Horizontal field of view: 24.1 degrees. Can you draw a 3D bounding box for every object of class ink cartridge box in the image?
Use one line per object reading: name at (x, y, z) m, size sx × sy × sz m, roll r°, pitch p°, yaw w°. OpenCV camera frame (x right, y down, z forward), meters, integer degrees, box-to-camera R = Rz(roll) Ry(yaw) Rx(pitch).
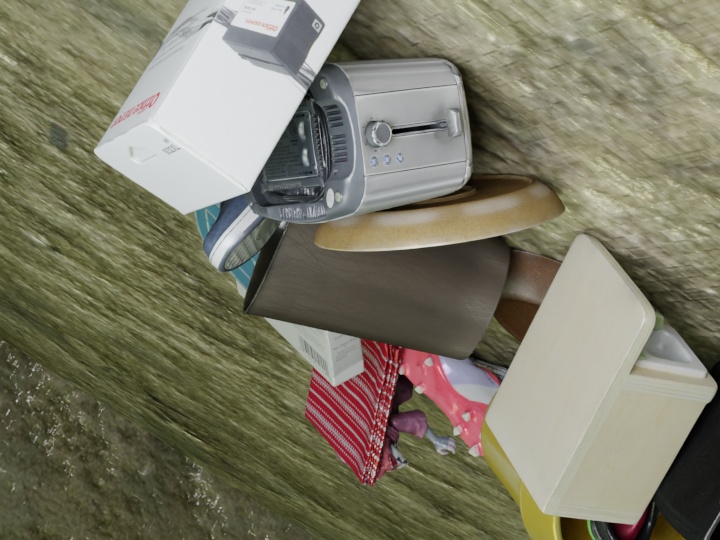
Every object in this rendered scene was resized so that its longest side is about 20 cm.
ink cartridge box at (-0.081, -0.147, 1.141) m, size 0.083 × 0.201 × 0.145 m, roll 35°, pitch 163°, yaw -17°
ink cartridge box at (-0.074, -0.003, 1.730) m, size 0.200 × 0.044 × 0.178 m, roll 41°, pitch 149°, yaw 43°

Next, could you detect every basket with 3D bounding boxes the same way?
basket at (0.020, -0.008, 1.486) m, size 0.198 × 0.182 × 0.136 m, roll 23°, pitch -172°, yaw -9°

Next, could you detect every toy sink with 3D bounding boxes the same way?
toy sink at (0.210, 0.090, 1.410) m, size 0.111 × 0.202 × 0.131 m, roll 10°, pitch -153°, yaw -28°

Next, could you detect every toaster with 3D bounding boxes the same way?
toaster at (-0.007, -0.097, 1.252) m, size 0.128 × 0.115 × 0.199 m, roll -9°, pitch -177°, yaw -31°

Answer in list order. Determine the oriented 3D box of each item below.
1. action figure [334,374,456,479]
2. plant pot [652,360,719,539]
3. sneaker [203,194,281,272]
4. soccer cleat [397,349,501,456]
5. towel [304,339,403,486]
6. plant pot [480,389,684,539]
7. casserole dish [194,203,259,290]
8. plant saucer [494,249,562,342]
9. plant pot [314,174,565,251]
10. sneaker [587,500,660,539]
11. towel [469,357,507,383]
action figure at (0.022, 0.156, 1.948) m, size 0.201 × 0.133 × 0.150 m, roll -101°, pitch -13°, yaw -57°
plant pot at (0.357, 0.176, 1.406) m, size 0.199 × 0.201 × 0.177 m, roll 34°, pitch 172°, yaw -18°
sneaker at (-0.111, -0.099, 1.356) m, size 0.145 × 0.203 × 0.077 m, roll 32°, pitch 141°, yaw 2°
soccer cleat at (0.100, 0.110, 1.794) m, size 0.201 × 0.076 × 0.067 m, roll 52°, pitch 136°, yaw 22°
towel at (-0.013, 0.122, 1.869) m, size 0.145 × 0.022 × 0.202 m, roll 45°, pitch 136°, yaw 42°
plant pot at (0.221, 0.184, 1.672) m, size 0.200 × 0.201 × 0.189 m, roll 40°, pitch 176°, yaw -34°
casserole dish at (-0.114, -0.031, 1.677) m, size 0.200 × 0.039 × 0.122 m, roll 46°, pitch 153°, yaw 36°
plant saucer at (0.190, 0.049, 1.565) m, size 0.199 × 0.037 × 0.201 m, roll 27°, pitch 163°, yaw 9°
plant pot at (0.060, -0.048, 1.317) m, size 0.197 × 0.028 × 0.200 m, roll -9°, pitch -170°, yaw 2°
sneaker at (0.250, 0.166, 1.512) m, size 0.076 × 0.203 × 0.084 m, roll -2°, pitch -166°, yaw -10°
towel at (0.145, 0.136, 1.895) m, size 0.199 × 0.024 × 0.147 m, roll 16°, pitch 160°, yaw 38°
